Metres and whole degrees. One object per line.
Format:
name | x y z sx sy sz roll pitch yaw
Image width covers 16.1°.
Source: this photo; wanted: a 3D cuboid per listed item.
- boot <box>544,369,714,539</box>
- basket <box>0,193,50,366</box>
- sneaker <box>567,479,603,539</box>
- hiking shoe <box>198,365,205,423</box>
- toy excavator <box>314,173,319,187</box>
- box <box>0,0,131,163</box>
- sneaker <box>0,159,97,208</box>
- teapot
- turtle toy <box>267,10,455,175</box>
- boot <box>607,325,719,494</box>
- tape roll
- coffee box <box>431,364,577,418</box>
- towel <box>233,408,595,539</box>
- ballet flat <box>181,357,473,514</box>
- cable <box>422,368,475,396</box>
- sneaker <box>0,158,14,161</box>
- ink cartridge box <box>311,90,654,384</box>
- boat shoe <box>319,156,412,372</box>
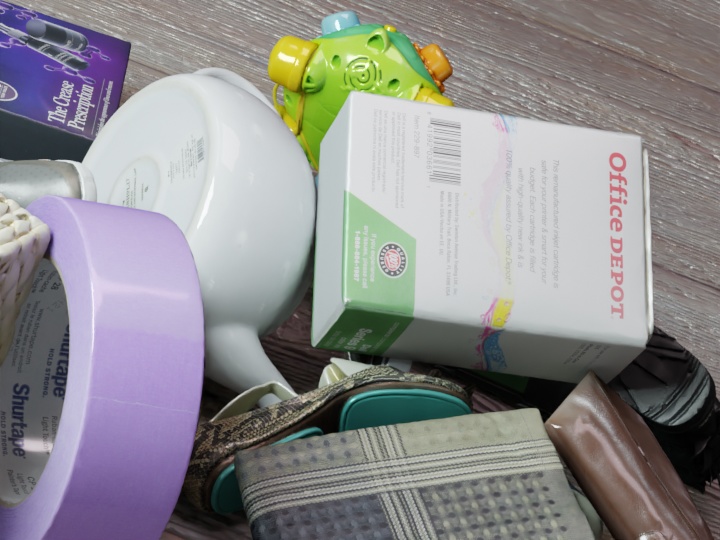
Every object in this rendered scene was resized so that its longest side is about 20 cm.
boot | 0.156 0.155 1.528 0.186 0.064 0.201 4 53 -61
basket | -0.290 0.033 1.329 0.160 0.201 0.198 30 25 13
sneaker | 0.072 0.151 1.545 0.090 0.067 0.200 33 23 33
hiking shoe | -0.118 0.050 1.473 0.075 0.101 0.201 10 58 -25
toy excavator | -0.011 -0.045 1.818 0.199 0.100 0.195 0 21 4
box | -0.246 -0.118 1.834 0.140 0.079 0.200 15 25 -8
sneaker | -0.257 -0.029 1.542 0.199 0.078 0.082 -11 -17 20
teapot | -0.091 -0.025 1.653 0.146 0.201 0.197 24 1 -36
turtle toy | 0.004 -0.116 1.919 0.145 0.200 0.101 23 52 7
boot | 0.175 0.062 1.716 0.198 0.073 0.162 40 -4 23
tape roll | -0.153 0.063 1.378 0.065 0.201 0.200 10 27 -26
coffee box | 0.117 0.033 1.860 0.122 0.044 0.200 25 24 7
towel | 0.042 0.166 1.444 0.199 0.035 0.193 -7 46 -17
ballet flat | -0.029 0.090 1.547 0.199 0.068 0.075 -15 41 -29
cable | 0.025 0.123 1.626 0.097 0.050 0.200 42 42 20
sneaker | -0.210 -0.015 1.602 0.086 0.075 0.200 27 11 -38
ink cartridge box | 0.076 -0.018 1.591 0.199 0.088 0.146 7 67 -13
boat shoe | 0.000 0.000 1.657 0.056 0.069 0.201 13 52 -18
